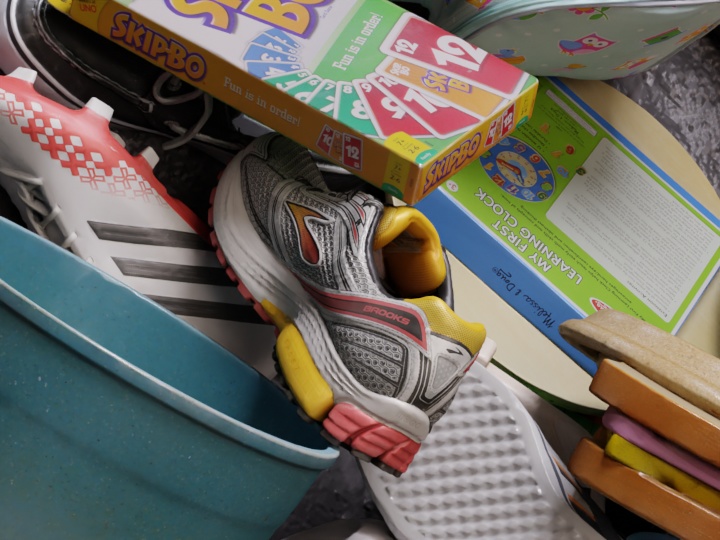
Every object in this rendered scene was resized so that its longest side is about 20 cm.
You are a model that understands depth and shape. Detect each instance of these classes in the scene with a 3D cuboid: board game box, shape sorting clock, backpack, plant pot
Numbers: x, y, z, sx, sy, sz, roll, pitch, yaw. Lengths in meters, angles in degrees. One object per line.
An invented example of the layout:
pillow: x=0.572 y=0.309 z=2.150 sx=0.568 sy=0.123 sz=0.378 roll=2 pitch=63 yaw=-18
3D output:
board game box: x=-0.031 y=-0.099 z=1.232 sx=0.095 sy=0.200 sz=0.030 roll=-37 pitch=146 yaw=-46
shape sorting clock: x=0.099 y=-0.017 z=1.374 sx=0.200 sy=0.039 sz=0.200 roll=20 pitch=47 yaw=-23
backpack: x=0.084 y=-0.170 z=1.336 sx=0.199 sy=0.176 sz=0.154 roll=7 pitch=78 yaw=-19
plant pot: x=-0.140 y=0.099 z=1.136 sx=0.200 sy=0.200 sz=0.188 roll=30 pitch=94 yaw=-24

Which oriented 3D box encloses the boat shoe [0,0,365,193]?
boat shoe: x=-0.071 y=-0.086 z=1.290 sx=0.199 sy=0.068 sz=0.074 roll=29 pitch=68 yaw=-24

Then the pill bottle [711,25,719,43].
pill bottle: x=0.267 y=-0.193 z=1.490 sx=0.200 sy=0.112 sz=0.112 roll=-46 pitch=105 yaw=-29

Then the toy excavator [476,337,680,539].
toy excavator: x=0.103 y=0.138 z=1.276 sx=0.194 sy=0.100 sz=0.201 roll=9 pitch=100 yaw=8

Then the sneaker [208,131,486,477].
sneaker: x=0.000 y=0.000 z=1.205 sx=0.078 sy=0.200 sz=0.082 roll=30 pitch=108 yaw=-38

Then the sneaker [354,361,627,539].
sneaker: x=0.068 y=0.117 z=1.207 sx=0.078 sy=0.079 sz=0.200 roll=-38 pitch=59 yaw=-3

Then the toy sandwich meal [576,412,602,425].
toy sandwich meal: x=0.158 y=0.142 z=1.387 sx=0.205 sy=0.070 sz=0.206 roll=6 pitch=78 yaw=-30

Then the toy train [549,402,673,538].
toy train: x=0.120 y=0.098 z=1.328 sx=0.200 sy=0.042 sz=0.056 roll=28 pitch=37 yaw=-1

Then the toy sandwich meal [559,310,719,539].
toy sandwich meal: x=0.157 y=0.087 z=1.222 sx=0.205 sy=0.205 sz=0.070 roll=31 pitch=88 yaw=-23

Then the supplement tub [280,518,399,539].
supplement tub: x=-0.011 y=0.220 z=1.229 sx=0.140 sy=0.140 sz=0.200 roll=-26 pitch=95 yaw=-32

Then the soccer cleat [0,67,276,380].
soccer cleat: x=-0.113 y=-0.010 z=1.254 sx=0.200 sy=0.069 sz=0.085 roll=40 pitch=71 yaw=-20
